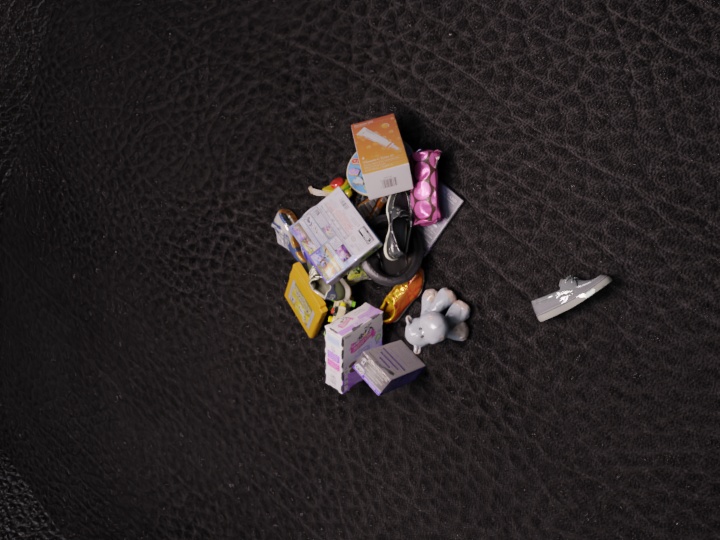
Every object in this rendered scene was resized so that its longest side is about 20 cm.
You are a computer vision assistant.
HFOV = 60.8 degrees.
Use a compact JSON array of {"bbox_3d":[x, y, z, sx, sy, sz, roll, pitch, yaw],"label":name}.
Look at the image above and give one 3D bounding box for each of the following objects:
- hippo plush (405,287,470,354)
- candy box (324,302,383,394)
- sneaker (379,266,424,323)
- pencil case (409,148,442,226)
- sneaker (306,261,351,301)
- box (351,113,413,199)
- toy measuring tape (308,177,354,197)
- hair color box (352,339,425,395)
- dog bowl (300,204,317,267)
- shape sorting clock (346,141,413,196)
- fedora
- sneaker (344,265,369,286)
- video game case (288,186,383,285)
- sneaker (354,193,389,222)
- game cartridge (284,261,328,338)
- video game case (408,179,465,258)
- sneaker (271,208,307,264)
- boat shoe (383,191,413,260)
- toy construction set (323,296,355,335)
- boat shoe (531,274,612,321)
[{"bbox_3d":[0.178,0.130,1.626,0.199,0.161,0.160,-17,83,33],"label":"hippo plush"},{"bbox_3d":[-0.017,0.216,1.718,0.071,0.167,0.201,26,129,37],"label":"candy box"},{"bbox_3d":[0.114,0.071,1.718,0.073,0.077,0.201,39,111,28],"label":"sneaker"},{"bbox_3d":[0.178,-0.220,1.631,0.093,0.091,0.201,-1,95,37],"label":"pencil case"},{"bbox_3d":[-0.116,0.020,1.770,0.200,0.090,0.067,45,125,36],"label":"sneaker"},{"bbox_3d":[0.057,-0.304,1.630,0.124,0.098,0.201,-14,53,3],"label":"box"},{"bbox_3d":[-0.080,-0.247,1.848,0.200,0.073,0.074,19,104,51],"label":"toy measuring tape"},{"bbox_3d":[0.081,0.262,1.674,0.109,0.200,0.065,45,114,23],"label":"hair color box"},{"bbox_3d":[-0.078,-0.099,1.765,0.200,0.200,0.079,39,155,26],"label":"dog bowl"},{"bbox_3d":[0.055,-0.292,1.710,0.199,0.039,0.201,-7,60,13],"label":"shape sorting clock"},{"bbox_3d":[0.080,-0.050,1.694,0.199,0.092,0.202,0,77,-2],"label":"fedora"},{"bbox_3d":[0.000,0.000,1.790,0.200,0.076,0.076,-29,76,31],"label":"sneaker"},{"bbox_3d":[-0.067,-0.092,1.652,0.181,0.045,0.200,-38,71,7],"label":"video game case"},{"bbox_3d":[0.015,-0.185,1.737,0.077,0.078,0.200,16,58,44],"label":"sneaker"},{"bbox_3d":[-0.169,0.093,1.875,0.177,0.032,0.200,56,154,18],"label":"game cartridge"},{"bbox_3d":[0.179,-0.155,1.695,0.143,0.019,0.200,45,114,23],"label":"video game case"},{"bbox_3d":[-0.217,-0.095,1.943,0.088,0.075,0.201,-45,61,39],"label":"sneaker"},{"bbox_3d":[0.107,-0.128,1.618,0.066,0.074,0.200,-9,66,58],"label":"boat shoe"},{"bbox_3d":[-0.063,0.158,1.795,0.092,0.131,0.201,2,77,-7],"label":"toy construction set"},{"bbox_3d":[0.496,0.051,1.462,0.201,0.070,0.072,-35,77,33],"label":"boat shoe"}]
